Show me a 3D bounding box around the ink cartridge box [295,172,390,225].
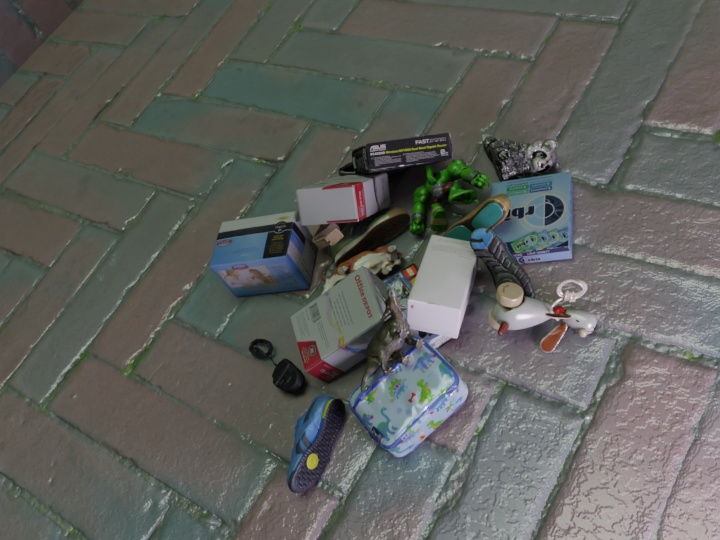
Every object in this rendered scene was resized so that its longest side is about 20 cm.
[{"bbox_3d":[-0.034,-0.164,1.824,0.144,0.084,0.200,-2,14,25],"label":"ink cartridge box"}]

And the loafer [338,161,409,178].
[{"bbox_3d":[0.044,-0.254,1.933,0.200,0.070,0.068,-21,49,10],"label":"loafer"}]

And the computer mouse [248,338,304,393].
[{"bbox_3d":[-0.177,0.201,1.719,0.059,0.034,0.200,-55,44,2],"label":"computer mouse"}]

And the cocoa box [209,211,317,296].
[{"bbox_3d":[-0.219,-0.035,1.848,0.199,0.133,0.132,-7,53,21],"label":"cocoa box"}]

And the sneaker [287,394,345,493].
[{"bbox_3d":[-0.099,0.332,1.557,0.078,0.066,0.200,-1,53,40],"label":"sneaker"}]

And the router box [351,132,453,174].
[{"bbox_3d":[0.093,-0.262,1.825,0.199,0.062,0.150,-10,4,-11],"label":"router box"}]

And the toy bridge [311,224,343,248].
[{"bbox_3d":[-0.079,-0.083,1.828,0.067,0.027,0.200,-43,15,3],"label":"toy bridge"}]

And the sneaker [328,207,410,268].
[{"bbox_3d":[0.009,-0.093,1.822,0.200,0.067,0.090,-36,50,5],"label":"sneaker"}]

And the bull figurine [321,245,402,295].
[{"bbox_3d":[0.000,0.000,1.736,0.200,0.065,0.121,-28,4,-5],"label":"bull figurine"}]

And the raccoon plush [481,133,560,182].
[{"bbox_3d":[0.355,-0.274,1.789,0.134,0.097,0.200,-18,48,2],"label":"raccoon plush"}]

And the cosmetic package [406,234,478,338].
[{"bbox_3d":[0.165,0.028,1.599,0.107,0.085,0.200,13,46,13],"label":"cosmetic package"}]

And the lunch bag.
[{"bbox_3d":[0.085,0.234,1.515,0.200,0.082,0.161,-43,49,0],"label":"lunch bag"}]

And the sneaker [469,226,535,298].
[{"bbox_3d":[0.290,0.001,1.589,0.073,0.082,0.200,-29,80,22],"label":"sneaker"}]

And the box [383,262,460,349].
[{"bbox_3d":[0.099,0.090,1.658,0.137,0.040,0.200,-31,47,2],"label":"box"}]

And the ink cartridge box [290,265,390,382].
[{"bbox_3d":[-0.030,0.110,1.642,0.200,0.083,0.146,-35,48,18],"label":"ink cartridge box"}]

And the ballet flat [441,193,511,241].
[{"bbox_3d":[0.243,-0.093,1.685,0.200,0.069,0.063,-38,6,43],"label":"ballet flat"}]

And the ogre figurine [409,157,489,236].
[{"bbox_3d":[0.185,-0.172,1.776,0.200,0.098,0.120,-52,34,34],"label":"ogre figurine"}]

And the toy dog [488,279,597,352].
[{"bbox_3d":[0.326,0.093,1.487,0.199,0.132,0.096,-4,43,24],"label":"toy dog"}]

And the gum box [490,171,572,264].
[{"bbox_3d":[0.354,-0.107,1.684,0.169,0.045,0.201,-7,52,23],"label":"gum box"}]

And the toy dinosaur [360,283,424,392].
[{"bbox_3d":[0.053,0.137,1.510,0.102,0.077,0.201,35,105,56],"label":"toy dinosaur"}]
